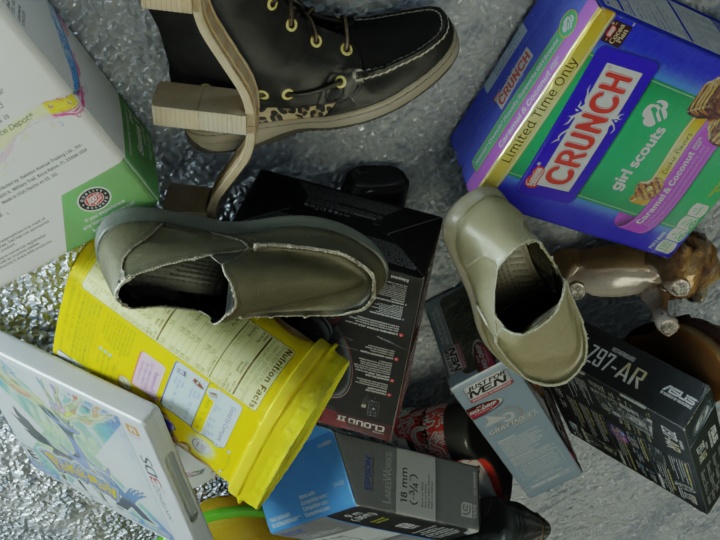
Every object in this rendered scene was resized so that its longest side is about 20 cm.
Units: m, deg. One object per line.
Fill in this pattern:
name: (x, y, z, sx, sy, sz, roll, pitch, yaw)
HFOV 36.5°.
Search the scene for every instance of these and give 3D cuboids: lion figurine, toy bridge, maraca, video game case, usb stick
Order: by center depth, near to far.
toy bridge: (-0.098, -0.104, 0.691, 0.066, 0.028, 0.202, 7, 138, 1)
video game case: (-0.217, 0.136, 0.873, 0.198, 0.022, 0.184, 20, 142, 27)
usb stick: (0.000, 0.000, 0.893, 0.055, 0.033, 0.202, -7, 134, -19)
lion figurine: (0.211, 0.004, 0.926, 0.196, 0.123, 0.074, 3, 119, 3)
maraca: (-0.150, 0.282, 1.059, 0.197, 0.108, 0.139, -13, 127, -4)

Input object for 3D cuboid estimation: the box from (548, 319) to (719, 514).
box: (0.243, 0.127, 0.979, 0.044, 0.159, 0.201, -51, 143, -13)

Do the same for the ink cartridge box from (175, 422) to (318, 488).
ink cartridge box: (-0.123, 0.138, 0.976, 0.197, 0.058, 0.164, 14, 127, -21)

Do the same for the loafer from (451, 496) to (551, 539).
loafer: (0.102, 0.263, 1.095, 0.072, 0.074, 0.199, 15, 164, -35)

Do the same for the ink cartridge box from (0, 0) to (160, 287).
ink cartridge box: (-0.241, -0.100, 0.692, 0.143, 0.085, 0.201, -26, 134, 8)

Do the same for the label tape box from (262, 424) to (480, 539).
label tape box: (-0.015, 0.196, 0.961, 0.198, 0.064, 0.144, 18, 150, -30)

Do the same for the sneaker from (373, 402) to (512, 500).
sneaker: (0.080, 0.179, 1.068, 0.106, 0.068, 0.202, -6, 154, 20)

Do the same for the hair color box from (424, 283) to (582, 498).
hair color box: (0.131, 0.109, 0.985, 0.060, 0.100, 0.201, -27, 134, 11)

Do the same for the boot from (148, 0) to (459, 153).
boot: (-0.044, -0.166, 0.699, 0.197, 0.074, 0.152, -14, 135, 9)

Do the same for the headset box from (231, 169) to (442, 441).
headset box: (-0.027, 0.038, 0.853, 0.146, 0.075, 0.202, 15, 132, 7)

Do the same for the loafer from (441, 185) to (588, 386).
loafer: (0.121, 0.028, 0.812, 0.075, 0.068, 0.201, -36, 128, 0)

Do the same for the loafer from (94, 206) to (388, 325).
loafer: (-0.077, 0.009, 0.724, 0.196, 0.070, 0.076, 3, 132, -10)

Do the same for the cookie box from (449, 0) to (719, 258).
cookie box: (0.194, -0.113, 0.813, 0.197, 0.076, 0.172, 14, 128, -26)

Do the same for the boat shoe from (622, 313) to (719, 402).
boat shoe: (0.290, 0.070, 0.960, 0.069, 0.200, 0.071, -19, 94, -11)

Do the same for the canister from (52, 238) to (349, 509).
canister: (-0.122, 0.065, 0.807, 0.199, 0.087, 0.149, 34, 136, 5)
